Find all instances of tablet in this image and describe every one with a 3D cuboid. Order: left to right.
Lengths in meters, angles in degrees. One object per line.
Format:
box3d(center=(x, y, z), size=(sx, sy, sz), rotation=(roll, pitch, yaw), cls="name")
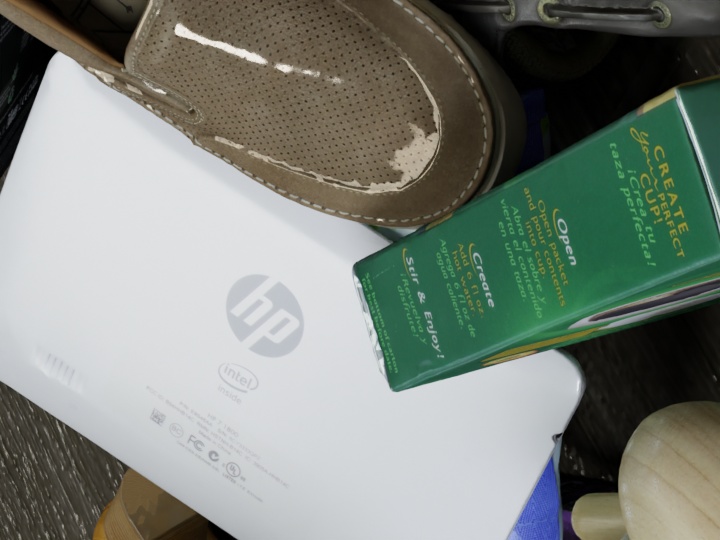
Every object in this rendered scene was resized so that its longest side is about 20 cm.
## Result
box3d(center=(-0.035, 0.028, 0.889), size=(0.200, 0.014, 0.130), rotation=(32, 123, 12), cls="tablet")

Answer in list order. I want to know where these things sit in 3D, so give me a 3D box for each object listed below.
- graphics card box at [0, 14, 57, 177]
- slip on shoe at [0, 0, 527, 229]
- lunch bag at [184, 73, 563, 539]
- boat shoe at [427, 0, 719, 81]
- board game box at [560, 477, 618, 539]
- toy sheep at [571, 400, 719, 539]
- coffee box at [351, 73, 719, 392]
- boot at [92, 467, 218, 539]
box3d(center=(-0.150, -0.130, 1.129), size=(0.126, 0.051, 0.200), rotation=(-70, -6, -57), cls="graphics card box")
box3d(center=(-0.046, -0.073, 0.827), size=(0.200, 0.061, 0.076), rotation=(35, 114, 15), cls="slip on shoe")
box3d(center=(0.000, 0.000, 0.937), size=(0.200, 0.127, 0.170), rotation=(26, 128, 52), cls="lunch bag")
box3d(center=(0.052, -0.088, 0.834), size=(0.200, 0.073, 0.065), rotation=(-2, 102, 63), cls="boat shoe")
box3d(center=(0.091, 0.171, 0.976), size=(0.120, 0.032, 0.200), rotation=(8, 114, 65), cls="board game box")
box3d(center=(0.120, 0.124, 0.774), size=(0.138, 0.138, 0.200), rotation=(19, 138, 59), cls="toy sheep")
box3d(center=(0.091, -0.017, 0.749), size=(0.200, 0.123, 0.044), rotation=(-29, 77, 65), cls="coffee box")
box3d(center=(-0.061, 0.188, 1.262), size=(0.201, 0.071, 0.144), rotation=(60, 161, 21), cls="boot")
